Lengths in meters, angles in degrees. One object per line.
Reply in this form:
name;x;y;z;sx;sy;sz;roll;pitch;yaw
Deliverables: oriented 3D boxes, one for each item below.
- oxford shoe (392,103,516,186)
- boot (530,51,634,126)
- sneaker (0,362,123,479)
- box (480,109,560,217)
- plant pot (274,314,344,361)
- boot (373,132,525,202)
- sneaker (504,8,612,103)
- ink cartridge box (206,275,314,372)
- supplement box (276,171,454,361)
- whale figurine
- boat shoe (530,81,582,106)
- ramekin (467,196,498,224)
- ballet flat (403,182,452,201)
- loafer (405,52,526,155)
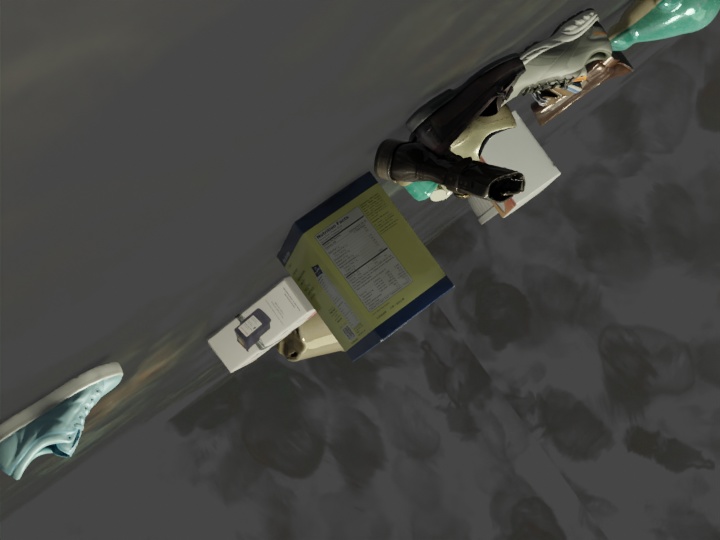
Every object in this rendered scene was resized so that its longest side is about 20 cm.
oxford shoe;0.133;-0.177;1.407;0.200;0.074;0.071;-38;176;16
boot;0.442;-0.367;1.958;0.200;0.064;0.186;-42;161;27
sneaker;-0.382;0.197;1.260;0.200;0.082;0.074;-34;177;-30
box;0.289;-0.203;1.905;0.106;0.153;0.200;-35;176;-2
plant pot;-0.100;0.115;2.211;0.183;0.201;0.200;-18;166;-37
boot;0.127;-0.125;1.237;0.200;0.173;0.070;-27;130;-58
sneaker;0.255;-0.272;1.316;0.200;0.079;0.074;-35;178;-6
ink cartridge box;-0.178;0.098;1.878;0.200;0.084;0.145;-37;176;14
supplement box;0.000;0.000;1.401;0.134;0.200;0.200;-35;176;-18
whale figurine;0.492;-0.410;1.570;0.200;0.104;0.159;-37;177;10
boat shoe;0.306;-0.295;1.545;0.072;0.072;0.200;-36;177;21
ramekin;0.426;-0.244;3.033;0.200;0.105;0.200;-36;177;-2
ballet flat;0.126;-0.151;1.690;0.067;0.071;0.200;-38;176;22
loafer;0.142;-0.205;1.217;0.200;0.063;0.072;-34;175;-30
